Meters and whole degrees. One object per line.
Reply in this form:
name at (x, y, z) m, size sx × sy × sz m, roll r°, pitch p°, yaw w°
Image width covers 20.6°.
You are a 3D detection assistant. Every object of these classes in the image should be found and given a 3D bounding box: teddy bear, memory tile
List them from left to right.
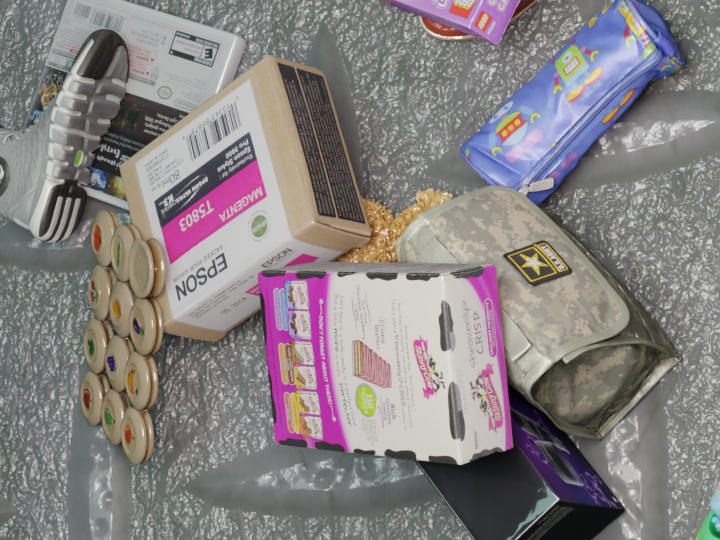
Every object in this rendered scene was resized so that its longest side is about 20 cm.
memory tile at (-0.208, 0.057, 1.719) m, size 0.153 × 0.017 × 0.201 m, roll 31°, pitch 119°, yaw 57°
teddy bear at (0.000, 0.000, 1.661) m, size 0.199 × 0.067 × 0.146 m, roll 4°, pitch 85°, yaw 29°

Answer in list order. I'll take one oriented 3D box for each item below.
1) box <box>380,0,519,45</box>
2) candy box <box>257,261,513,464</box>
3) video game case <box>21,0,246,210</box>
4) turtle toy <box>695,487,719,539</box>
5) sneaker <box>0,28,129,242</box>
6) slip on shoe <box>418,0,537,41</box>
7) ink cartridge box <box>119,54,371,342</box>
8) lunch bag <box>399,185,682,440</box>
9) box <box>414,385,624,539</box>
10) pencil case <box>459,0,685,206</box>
box at (0.075, -0.276, 1.644) m, size 0.200 × 0.039 × 0.137 m, roll 30°, pitch 94°, yaw 52°
candy box at (0.016, 0.064, 1.456) m, size 0.199 × 0.061 × 0.137 m, roll 2°, pitch 100°, yaw 47°
video game case at (-0.216, -0.153, 1.829) m, size 0.199 × 0.023 × 0.183 m, roll 20°, pitch 90°, yaw 28°
turtle toy at (0.325, 0.210, 1.430) m, size 0.199 × 0.101 × 0.147 m, roll 0°, pitch 81°, yaw 28°
sneaker at (-0.292, -0.135, 1.811) m, size 0.115 × 0.075 × 0.201 m, roll 21°, pitch 92°, yaw 31°
slip on shoe at (0.131, -0.252, 1.641) m, size 0.199 × 0.061 × 0.074 m, roll -22°, pitch 73°, yaw 24°
ink cartridge box at (-0.101, -0.059, 1.669) m, size 0.200 × 0.075 × 0.166 m, roll -33°, pitch 61°, yaw 33°
lunch bag at (0.132, 0.028, 1.510) m, size 0.118 × 0.200 × 0.164 m, roll -47°, pitch 63°, yaw 13°
box at (0.097, 0.129, 1.544) m, size 0.079 × 0.141 × 0.200 m, roll -43°, pitch 65°, yaw 12°
pencil case at (0.170, -0.130, 1.587) m, size 0.200 × 0.078 × 0.087 m, roll -45°, pitch 35°, yaw 14°
